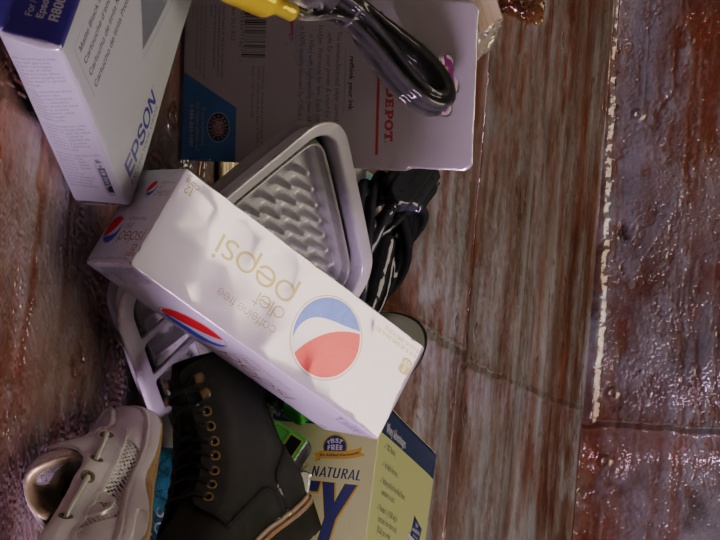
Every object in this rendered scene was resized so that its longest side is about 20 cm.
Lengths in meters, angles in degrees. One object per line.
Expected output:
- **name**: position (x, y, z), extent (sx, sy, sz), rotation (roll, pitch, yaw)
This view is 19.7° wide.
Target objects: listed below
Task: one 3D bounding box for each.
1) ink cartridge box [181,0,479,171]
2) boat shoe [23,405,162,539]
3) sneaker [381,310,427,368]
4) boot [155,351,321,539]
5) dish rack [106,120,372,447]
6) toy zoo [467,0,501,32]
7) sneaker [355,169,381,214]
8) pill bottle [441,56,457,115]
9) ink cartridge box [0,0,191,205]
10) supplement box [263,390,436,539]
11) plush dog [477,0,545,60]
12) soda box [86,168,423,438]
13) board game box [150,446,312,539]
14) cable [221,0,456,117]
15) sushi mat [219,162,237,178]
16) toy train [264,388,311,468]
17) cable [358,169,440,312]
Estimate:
- **ink cartridge box**: position (-0.014, -0.127, 1.383), extent (0.068, 0.199, 0.116), rotation (-21, 114, -74)
- **boat shoe**: position (-0.154, 0.120, 1.165), extent (0.200, 0.069, 0.071), rotation (-107, -143, -73)
- **sneaker**: position (0.006, 0.078, 1.662), extent (0.200, 0.079, 0.074), rotation (-20, 104, -58)
- **boot**: position (-0.104, 0.122, 1.236), extent (0.200, 0.077, 0.139), rotation (-31, 105, -67)
- **dish rack**: position (-0.081, 0.004, 1.333), extent (0.200, 0.043, 0.172), rotation (-41, 142, -24)
- **toy zoo**: position (0.016, -0.257, 1.365), extent (0.200, 0.020, 0.131), rotation (50, -7, 30)
- **sneaker**: position (-0.016, -0.057, 1.582), extent (0.088, 0.075, 0.200), rotation (-41, 156, -30)
- **pill bottle**: position (0.006, -0.155, 1.634), extent (0.200, 0.112, 0.113), rotation (-2, 95, -76)
- **ink cartridge box**: position (-0.147, -0.173, 1.175), extent (0.200, 0.040, 0.200), rotation (72, 26, -55)
- **supplement box**: position (-0.038, 0.205, 1.504), extent (0.200, 0.134, 0.201), rotation (51, 44, -70)
- **plush dog**: position (0.069, -0.221, 1.847), extent (0.172, 0.160, 0.201), rotation (122, -22, -69)
- **soda box**: position (-0.060, 0.021, 1.237), extent (0.200, 0.064, 0.068), rotation (37, 73, -28)
- **board game box**: position (-0.102, 0.217, 1.314), extent (0.135, 0.028, 0.201), rotation (13, 78, -34)
- **cable**: position (-0.025, -0.165, 1.295), extent (0.200, 0.050, 0.097), rotation (35, 33, -31)
- **sushi mat**: position (-0.084, -0.091, 1.498), extent (0.096, 0.012, 0.201), rotation (-39, 131, -72)
- **toy train**: position (-0.068, 0.125, 1.396), extent (0.200, 0.056, 0.042), rotation (-56, 168, -19)
- **cable**: position (0.000, 0.000, 1.524), extent (0.200, 0.051, 0.164), rotation (-58, 171, -50)
